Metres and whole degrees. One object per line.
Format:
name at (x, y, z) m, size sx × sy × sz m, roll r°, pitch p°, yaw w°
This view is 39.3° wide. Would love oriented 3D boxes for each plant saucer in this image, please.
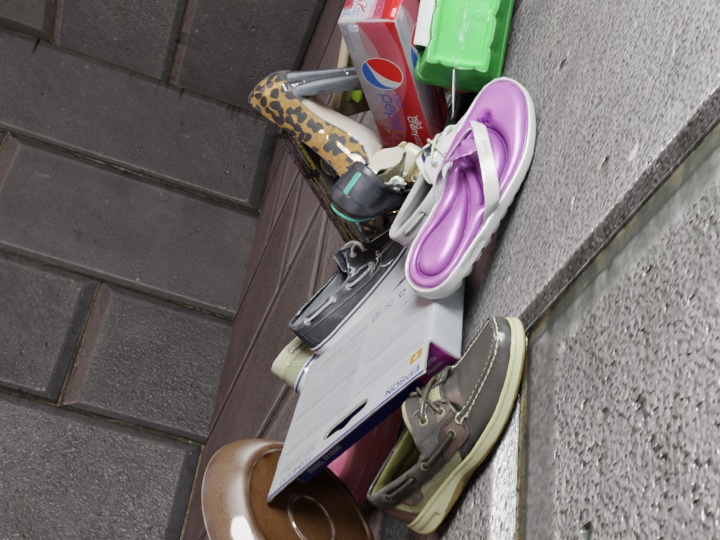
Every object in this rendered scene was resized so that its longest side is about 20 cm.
plant saucer at (-0.050, 0.225, 0.875) m, size 0.032 × 0.199 × 0.201 m, roll -42°, pitch 23°, yaw 22°
plant saucer at (-0.001, 0.162, 1.058) m, size 0.200 × 0.050 × 0.203 m, roll -163°, pitch 90°, yaw -80°

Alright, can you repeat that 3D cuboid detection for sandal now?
sandal at (0.090, -0.074, 0.843) m, size 0.082 × 0.050 × 0.205 m, roll 12°, pitch 77°, yaw 41°

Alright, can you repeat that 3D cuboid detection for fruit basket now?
fruit basket at (0.102, -0.250, 1.034) m, size 0.200 × 0.092 × 0.188 m, roll -84°, pitch 4°, yaw -83°

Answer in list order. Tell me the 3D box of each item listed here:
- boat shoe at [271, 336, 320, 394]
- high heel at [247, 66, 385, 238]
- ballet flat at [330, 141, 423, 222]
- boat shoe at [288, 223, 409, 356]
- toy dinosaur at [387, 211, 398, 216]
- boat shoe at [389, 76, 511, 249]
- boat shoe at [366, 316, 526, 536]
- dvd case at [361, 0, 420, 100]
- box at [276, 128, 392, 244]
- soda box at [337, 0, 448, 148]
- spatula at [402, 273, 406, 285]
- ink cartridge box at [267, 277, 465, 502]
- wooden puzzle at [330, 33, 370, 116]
boat shoe at (-0.036, 0.075, 1.181) m, size 0.200 × 0.061 × 0.073 m, roll -47°, pitch -16°, yaw -57°
high heel at (-0.045, -0.128, 1.131) m, size 0.072 × 0.140 × 0.203 m, roll -59°, pitch -38°, yaw -63°
ballet flat at (0.038, -0.096, 1.044) m, size 0.199 × 0.072 × 0.074 m, roll -20°, pitch -45°, yaw -60°
boat shoe at (0.000, 0.000, 1.098) m, size 0.201 × 0.068 × 0.072 m, roll -49°, pitch 15°, yaw 1°
toy dinosaur at (0.048, -0.141, 1.295) m, size 0.106 × 0.060 × 0.203 m, roll -27°, pitch 48°, yaw 42°
boat shoe at (0.085, -0.096, 0.960) m, size 0.074 × 0.066 × 0.202 m, roll -93°, pitch 22°, yaw -60°
boat shoe at (0.061, 0.117, 0.762) m, size 0.072 × 0.065 × 0.203 m, roll -89°, pitch 19°, yaw -59°
dvd case at (0.056, -0.298, 1.092) m, size 0.025 × 0.149 × 0.202 m, roll 41°, pitch 152°, yaw 33°
box at (-0.026, -0.100, 1.234) m, size 0.044 × 0.201 × 0.160 m, roll -33°, pitch 8°, yaw -7°
soda box at (0.039, -0.210, 1.056) m, size 0.201 × 0.062 × 0.071 m, roll 64°, pitch -143°, yaw -52°
spatula at (0.099, -0.062, 0.923) m, size 0.021 × 0.056 × 0.201 m, roll 56°, pitch 128°, yaw 36°
ink cartridge box at (0.011, 0.097, 0.885) m, size 0.196 × 0.043 × 0.201 m, roll -42°, pitch 17°, yaw 27°
wooden puzzle at (0.050, -0.271, 1.159) m, size 0.199 × 0.037 × 0.187 m, roll -25°, pitch -41°, yaw -40°
